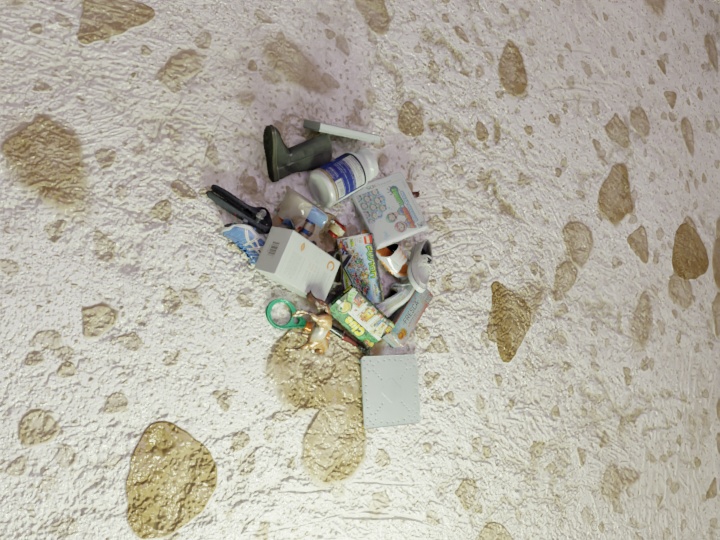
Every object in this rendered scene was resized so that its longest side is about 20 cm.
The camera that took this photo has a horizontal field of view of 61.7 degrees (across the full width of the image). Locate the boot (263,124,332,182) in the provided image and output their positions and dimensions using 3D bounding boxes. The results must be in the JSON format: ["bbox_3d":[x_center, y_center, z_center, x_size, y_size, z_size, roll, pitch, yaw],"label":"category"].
[{"bbox_3d":[-0.170,-0.345,1.686,0.197,0.184,0.073,-21,51,-22],"label":"boot"}]

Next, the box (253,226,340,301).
[{"bbox_3d":[-0.166,-0.013,1.607,0.199,0.096,0.126,35,74,-44],"label":"box"}]

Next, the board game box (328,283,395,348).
[{"bbox_3d":[0.002,0.132,1.711,0.104,0.024,0.200,-39,122,12],"label":"board game box"}]

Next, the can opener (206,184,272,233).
[{"bbox_3d":[-0.321,-0.160,1.602,0.198,0.079,0.064,31,40,-11],"label":"can opener"}]

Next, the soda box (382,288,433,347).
[{"bbox_3d":[0.139,0.135,1.822,0.064,0.068,0.201,43,63,-15],"label":"soda box"}]

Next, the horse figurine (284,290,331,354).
[{"bbox_3d":[-0.126,0.152,1.607,0.130,0.050,0.203,7,121,-22],"label":"horse figurine"}]

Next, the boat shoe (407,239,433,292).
[{"bbox_3d":[0.191,-0.019,1.832,0.072,0.066,0.202,37,36,-17],"label":"boat shoe"}]

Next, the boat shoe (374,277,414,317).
[{"bbox_3d":[0.090,0.082,1.802,0.201,0.074,0.065,-40,105,-22],"label":"boat shoe"}]

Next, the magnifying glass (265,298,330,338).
[{"bbox_3d":[-0.172,0.142,1.668,0.198,0.022,0.081,28,68,-24],"label":"magnifying glass"}]

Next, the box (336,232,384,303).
[{"bbox_3d":[0.000,0.000,1.751,0.108,0.035,0.205,-10,85,7],"label":"box"}]

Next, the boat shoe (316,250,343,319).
[{"bbox_3d":[-0.085,0.041,1.710,0.072,0.064,0.205,4,80,-31],"label":"boat shoe"}]

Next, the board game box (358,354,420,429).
[{"bbox_3d":[0.086,0.354,1.778,0.196,0.026,0.205,2,80,-30],"label":"board game box"}]

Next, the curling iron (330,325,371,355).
[{"bbox_3d":[-0.045,0.185,1.721,0.199,0.049,0.026,36,66,-18],"label":"curling iron"}]

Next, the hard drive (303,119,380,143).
[{"bbox_3d":[-0.055,-0.408,1.770,0.196,0.132,0.027,6,104,-29],"label":"hard drive"}]

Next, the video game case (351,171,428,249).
[{"bbox_3d":[0.087,-0.184,1.821,0.179,0.024,0.203,-21,76,-17],"label":"video game case"}]

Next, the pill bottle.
[{"bbox_3d":[-0.047,-0.274,1.758,0.199,0.115,0.117,-34,98,-30],"label":"pill bottle"}]

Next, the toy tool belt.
[{"bbox_3d":[-0.151,-0.124,1.687,0.198,0.125,0.124,34,97,-17],"label":"toy tool belt"}]

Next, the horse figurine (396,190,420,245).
[{"bbox_3d":[0.109,-0.177,1.866,0.131,0.050,0.202,32,73,-12],"label":"horse figurine"}]

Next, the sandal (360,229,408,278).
[{"bbox_3d":[0.086,-0.057,1.816,0.206,0.059,0.080,41,37,-18],"label":"sandal"}]

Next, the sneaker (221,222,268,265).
[{"bbox_3d":[-0.282,-0.061,1.606,0.198,0.075,0.078,29,65,-22],"label":"sneaker"}]
